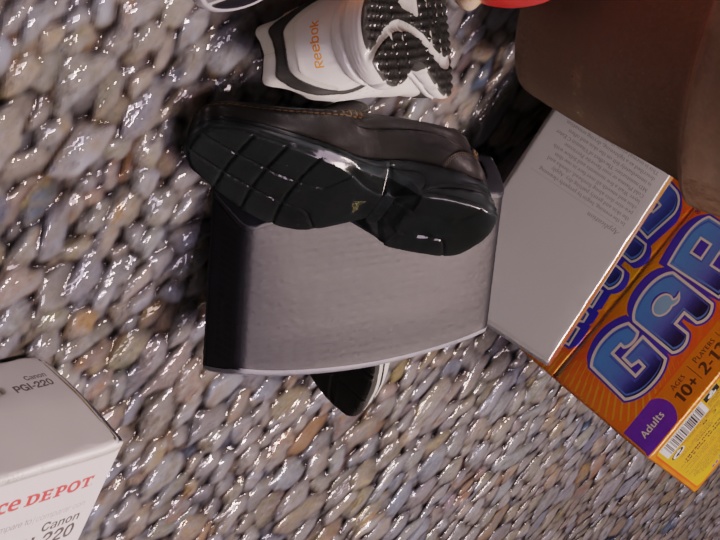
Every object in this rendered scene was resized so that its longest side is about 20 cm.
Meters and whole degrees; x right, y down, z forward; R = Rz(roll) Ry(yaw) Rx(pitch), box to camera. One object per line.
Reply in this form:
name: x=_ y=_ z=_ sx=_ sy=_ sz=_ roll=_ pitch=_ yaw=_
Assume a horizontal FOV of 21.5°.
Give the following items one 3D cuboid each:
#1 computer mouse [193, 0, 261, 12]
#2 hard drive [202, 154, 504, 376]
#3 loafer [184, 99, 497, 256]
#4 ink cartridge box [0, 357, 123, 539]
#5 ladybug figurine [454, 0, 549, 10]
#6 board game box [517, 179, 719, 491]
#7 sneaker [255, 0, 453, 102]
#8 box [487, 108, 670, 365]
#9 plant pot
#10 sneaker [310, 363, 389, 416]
computer mouse: x=-0.061 y=-0.208 z=0.897 sx=0.109 sy=0.044 sz=0.201 roll=-23 pitch=146 yaw=-26
hard drive: x=0.000 y=0.000 z=1.190 sx=0.198 sy=0.042 sz=0.136 roll=-8 pitch=118 yaw=-28
loafer: x=-0.013 y=-0.066 z=1.110 sx=0.199 sy=0.073 sz=0.073 roll=16 pitch=140 yaw=-30
ink cartridge box: x=-0.239 y=0.159 z=1.073 sx=0.145 sy=0.085 sz=0.201 roll=-13 pitch=135 yaw=-53
ladybug figurine: x=0.127 y=-0.235 z=1.140 sx=0.201 sy=0.072 sz=0.135 roll=-54 pitch=155 yaw=10
board game box: x=0.246 y=0.031 z=1.561 sx=0.200 sy=0.200 sz=0.200 roll=-50 pitch=155 yaw=2
sneaker: x=0.001 y=-0.133 z=1.100 sx=0.200 sy=0.079 sz=0.075 roll=-7 pitch=89 yaw=-71
box: x=0.150 y=-0.041 z=1.363 sx=0.201 sy=0.097 sz=0.124 roll=-56 pitch=173 yaw=0
plant pot: x=0.198 y=-0.147 z=1.228 sx=0.200 sy=0.173 sz=0.202 roll=-50 pitch=149 yaw=-46
sneaker: x=0.027 y=0.010 z=1.315 sx=0.115 sy=0.076 sz=0.202 roll=-29 pitch=146 yaw=-33
